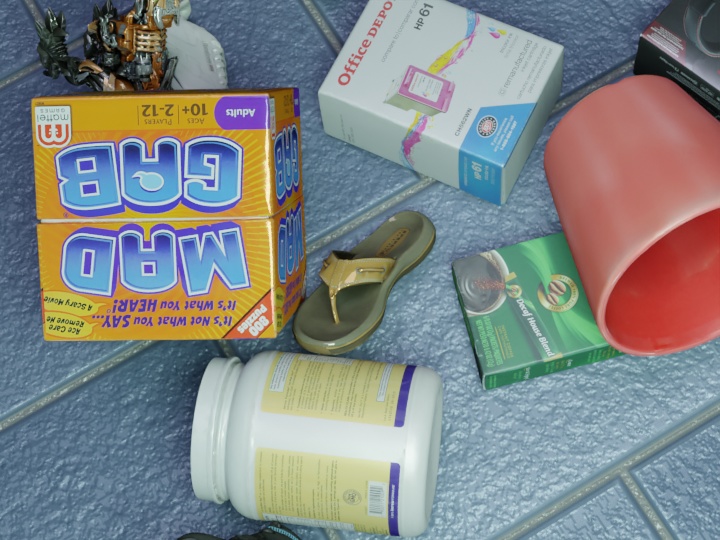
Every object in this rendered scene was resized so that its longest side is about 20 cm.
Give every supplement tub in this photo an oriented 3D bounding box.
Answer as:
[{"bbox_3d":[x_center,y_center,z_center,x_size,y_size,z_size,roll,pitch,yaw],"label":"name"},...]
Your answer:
[{"bbox_3d":[-0.034,0.146,1.287,0.198,0.146,0.147,6,67,8],"label":"supplement tub"}]

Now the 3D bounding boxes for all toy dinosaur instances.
[{"bbox_3d":[-0.237,-0.192,1.437,0.135,0.102,0.201,37,101,22],"label":"toy dinosaur"}]

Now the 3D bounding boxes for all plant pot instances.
[{"bbox_3d":[0.255,-0.057,1.286,0.199,0.201,0.178,-22,54,-4],"label":"plant pot"}]

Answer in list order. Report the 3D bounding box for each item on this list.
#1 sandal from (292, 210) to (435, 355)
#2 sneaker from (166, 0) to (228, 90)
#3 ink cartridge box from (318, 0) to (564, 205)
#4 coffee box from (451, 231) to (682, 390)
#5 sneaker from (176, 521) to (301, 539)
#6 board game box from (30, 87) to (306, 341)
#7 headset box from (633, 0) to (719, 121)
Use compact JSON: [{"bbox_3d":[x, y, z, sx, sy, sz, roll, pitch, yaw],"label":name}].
[{"bbox_3d":[0.000,0.000,1.363,0.080,0.054,0.200,12,46,34],"label":"sandal"},{"bbox_3d":[-0.161,-0.190,1.490,0.080,0.077,0.201,-27,68,-17],"label":"sneaker"},{"bbox_3d":[0.077,-0.174,1.450,0.198,0.085,0.145,23,70,16],"label":"ink cartridge box"},{"bbox_3d":[0.192,0.025,1.373,0.198,0.044,0.124,-13,65,-1],"label":"coffee box"},{"bbox_3d":[-0.091,0.246,1.236,0.073,0.200,0.083,-27,51,24],"label":"sneaker"},{"bbox_3d":[-0.159,-0.056,1.318,0.197,0.200,0.202,-1,98,5],"label":"board game box"},{"bbox_3d":[0.369,-0.218,1.446,0.148,0.075,0.200,40,75,19],"label":"headset box"}]
